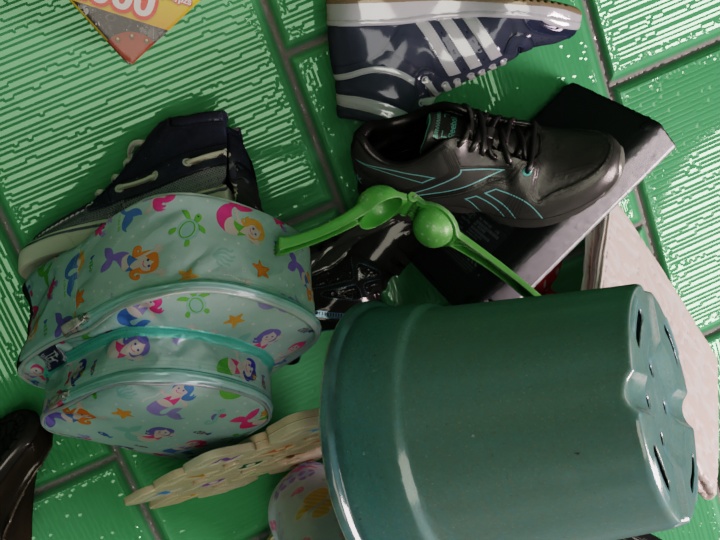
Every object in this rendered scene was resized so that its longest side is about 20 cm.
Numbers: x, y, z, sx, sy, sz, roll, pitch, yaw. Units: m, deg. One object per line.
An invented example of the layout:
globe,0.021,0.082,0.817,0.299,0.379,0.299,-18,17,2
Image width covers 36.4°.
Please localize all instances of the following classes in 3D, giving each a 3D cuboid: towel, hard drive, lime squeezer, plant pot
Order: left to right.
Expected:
lime squeezer,0.038,-0.026,0.766,0.198,0.071,0.038,12,127,-19
plant pot,0.104,0.100,0.714,0.194,0.201,0.202,-14,112,27
hard drive,0.132,-0.054,0.853,0.200,0.140,0.033,-45,118,3
towel,0.236,0.058,0.896,0.032,0.192,0.201,-24,113,30

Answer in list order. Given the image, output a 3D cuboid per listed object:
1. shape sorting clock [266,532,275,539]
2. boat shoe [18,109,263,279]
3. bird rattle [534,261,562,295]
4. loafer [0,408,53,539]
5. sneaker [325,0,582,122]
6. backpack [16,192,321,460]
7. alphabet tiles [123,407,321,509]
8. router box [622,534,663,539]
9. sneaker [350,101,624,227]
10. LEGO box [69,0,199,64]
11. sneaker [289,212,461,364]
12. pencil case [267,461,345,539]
shape sorting clock,-0.005,0.285,0.974,0.197,0.039,0.203,-3,107,-11
boat shoe,-0.168,-0.054,0.833,0.198,0.075,0.094,-14,65,12
bird rattle,0.159,0.077,0.897,0.162,0.202,0.112,24,134,-33
loafer,-0.292,0.201,0.876,0.071,0.073,0.201,26,104,-28
sneaker,0.071,-0.157,0.848,0.197,0.070,0.110,-1,102,-6
backpack,-0.128,0.039,0.767,0.176,0.152,0.199,22,135,-41
alphabet tiles,-0.077,0.142,0.844,0.194,0.199,0.015,-2,66,-47
router box,0.174,0.258,0.903,0.198,0.062,0.151,27,140,7
sneaker,0.086,-0.077,0.779,0.197,0.076,0.080,-4,147,15
LEGO box,-0.175,-0.270,0.757,0.149,0.077,0.200,-42,110,2
sneaker,0.000,0.000,0.872,0.198,0.073,0.083,-29,95,7
pencil case,-0.016,0.216,0.836,0.082,0.200,0.092,-20,104,-11
